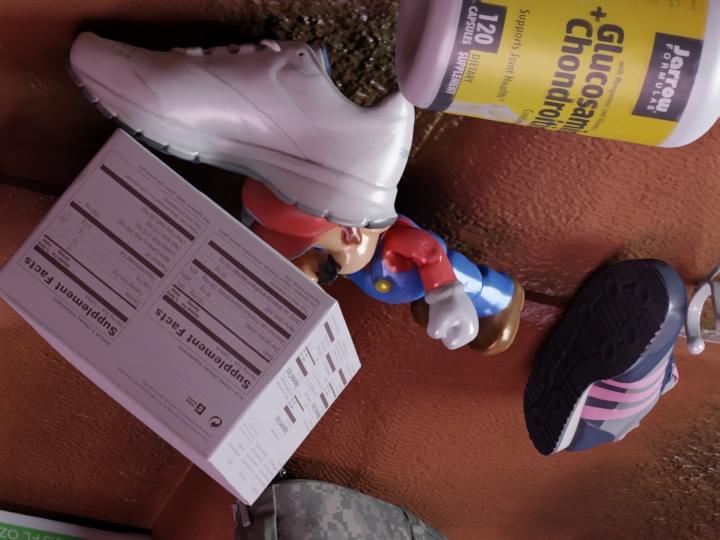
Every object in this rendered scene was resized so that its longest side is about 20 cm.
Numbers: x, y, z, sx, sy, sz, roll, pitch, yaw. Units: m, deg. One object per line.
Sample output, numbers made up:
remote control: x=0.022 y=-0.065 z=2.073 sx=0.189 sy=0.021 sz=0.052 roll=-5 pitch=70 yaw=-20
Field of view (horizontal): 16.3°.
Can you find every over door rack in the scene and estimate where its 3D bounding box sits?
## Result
over door rack: x=0.289 y=0.004 z=1.491 sx=0.147 sy=0.067 sz=0.200 roll=7 pitch=148 yaw=-9

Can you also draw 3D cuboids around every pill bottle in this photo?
pill bottle: x=0.124 y=-0.123 z=1.255 sx=0.199 sy=0.112 sz=0.112 roll=8 pitch=148 yaw=-9

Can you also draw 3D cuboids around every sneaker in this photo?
sneaker: x=-0.062 y=-0.092 z=1.360 sx=0.199 sy=0.087 sz=0.075 roll=21 pitch=-174 yaw=1
sneaker: x=0.173 y=0.050 z=1.588 sx=0.082 sy=0.070 sz=0.200 roll=-5 pitch=154 yaw=-24

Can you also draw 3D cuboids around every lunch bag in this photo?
lunch bag: x=-0.020 y=0.256 z=1.793 sx=0.139 sy=0.201 sz=0.168 roll=-20 pitch=145 yaw=27

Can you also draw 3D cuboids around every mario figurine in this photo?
mario figurine: x=0.000 y=0.000 z=1.467 sx=0.123 sy=0.106 sz=0.200 roll=-21 pitch=143 yaw=35

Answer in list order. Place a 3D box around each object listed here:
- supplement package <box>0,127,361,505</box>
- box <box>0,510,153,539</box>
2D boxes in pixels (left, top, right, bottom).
supplement package: x=-0.098 y=0.031 z=1.399 sx=0.156 sy=0.111 sz=0.200 roll=38 pitch=172 yaw=10
box: x=-0.280 y=0.294 z=1.887 sx=0.198 sy=0.172 sz=0.200 roll=13 pitch=147 yaw=-17
